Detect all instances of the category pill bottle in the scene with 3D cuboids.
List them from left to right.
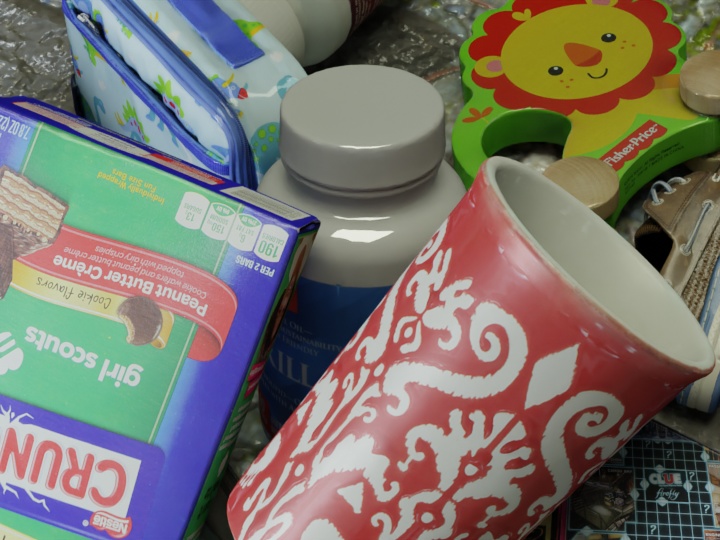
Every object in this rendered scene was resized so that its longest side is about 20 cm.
[{"bbox_3d":[-0.033,-0.199,1.466,0.109,0.110,0.200,26,53,22],"label":"pill bottle"},{"bbox_3d":[0.000,0.000,1.207,0.111,0.201,0.112,-1,34,0],"label":"pill bottle"}]

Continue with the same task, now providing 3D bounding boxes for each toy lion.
[{"bbox_3d":[0.130,-0.101,1.416,0.200,0.069,0.191,-37,51,-27],"label":"toy lion"}]

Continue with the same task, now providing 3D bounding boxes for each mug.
[{"bbox_3d":[0.050,0.066,1.059,0.133,0.200,0.177,44,16,10],"label":"mug"}]

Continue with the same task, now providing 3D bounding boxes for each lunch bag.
[{"bbox_3d":[-0.096,-0.096,1.341,0.082,0.161,0.200,-28,54,-22],"label":"lunch bag"}]

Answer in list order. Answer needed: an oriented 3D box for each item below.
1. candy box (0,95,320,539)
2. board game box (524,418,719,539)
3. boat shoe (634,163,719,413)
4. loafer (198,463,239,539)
[{"bbox_3d":[-0.133,0.039,1.113,0.168,0.201,0.077,22,8,7],"label":"candy box"},{"bbox_3d":[0.097,0.125,1.082,0.200,0.035,0.136,27,86,49],"label":"board game box"},{"bbox_3d":[0.193,-0.019,1.312,0.072,0.072,0.201,16,58,7],"label":"boat shoe"},{"bbox_3d":[-0.093,0.114,1.228,0.063,0.072,0.200,-11,54,-34],"label":"loafer"}]
